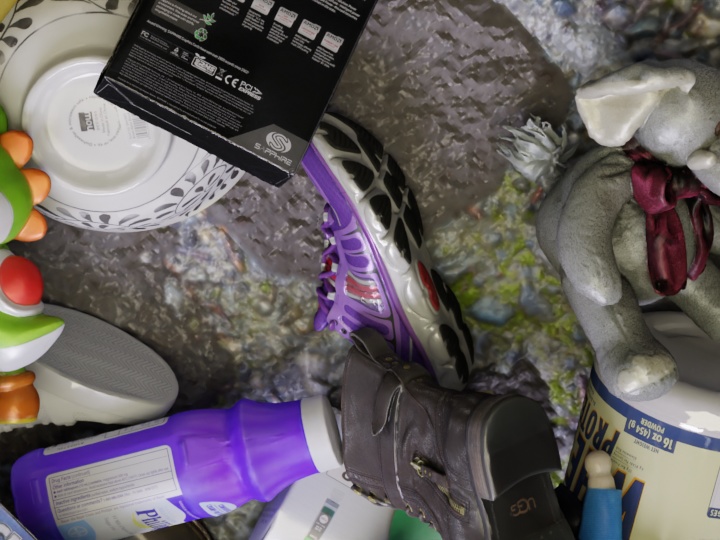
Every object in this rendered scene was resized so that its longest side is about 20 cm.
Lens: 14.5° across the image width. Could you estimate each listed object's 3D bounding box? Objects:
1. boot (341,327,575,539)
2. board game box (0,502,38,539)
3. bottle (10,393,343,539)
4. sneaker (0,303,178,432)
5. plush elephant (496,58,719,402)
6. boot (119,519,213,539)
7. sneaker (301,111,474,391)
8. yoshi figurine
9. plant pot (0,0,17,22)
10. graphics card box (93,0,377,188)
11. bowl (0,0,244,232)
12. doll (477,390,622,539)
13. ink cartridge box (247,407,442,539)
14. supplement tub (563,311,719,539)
[{"bbox_3d":[0.052,0.140,1.685,0.069,0.174,0.200,-11,103,-32],"label":"boot"},{"bbox_3d":[-0.212,0.189,1.754,0.135,0.200,0.035,46,77,-16],"label":"board game box"},{"bbox_3d":[-0.112,0.123,1.750,0.200,0.084,0.065,-14,75,7],"label":"bottle"},{"bbox_3d":[-0.222,0.081,1.782,0.200,0.074,0.116,17,123,-6],"label":"sneaker"},{"bbox_3d":[0.184,-0.052,1.654,0.200,0.165,0.155,54,128,17],"label":"plush elephant"},{"bbox_3d":[-0.124,0.215,1.811,0.075,0.097,0.200,-31,108,15],"label":"boot"},{"bbox_3d":[0.000,0.000,1.733,0.083,0.081,0.200,-17,111,16],"label":"sneaker"},{"bbox_3d":[-0.245,-0.003,1.661,0.112,0.112,0.200,-5,102,-27],"label":"yoshi figurine"},{"bbox_3d":[-0.244,-0.234,1.580,0.200,0.200,0.177,22,113,-7],"label":"plant pot"},{"bbox_3d":[-0.055,-0.163,1.630,0.125,0.051,0.200,26,75,-10],"label":"graphics card box"},{"bbox_3d":[-0.152,-0.100,1.687,0.201,0.094,0.201,1,113,2],"label":"bowl"},{"bbox_3d":[0.109,0.158,1.699,0.048,0.200,0.136,11,122,-48],"label":"doll"},{"bbox_3d":[-0.001,0.211,1.785,0.161,0.050,0.200,31,77,-11],"label":"ink cartridge box"},{"bbox_3d":[0.196,0.141,1.746,0.145,0.145,0.200,11,112,-3],"label":"supplement tub"}]
